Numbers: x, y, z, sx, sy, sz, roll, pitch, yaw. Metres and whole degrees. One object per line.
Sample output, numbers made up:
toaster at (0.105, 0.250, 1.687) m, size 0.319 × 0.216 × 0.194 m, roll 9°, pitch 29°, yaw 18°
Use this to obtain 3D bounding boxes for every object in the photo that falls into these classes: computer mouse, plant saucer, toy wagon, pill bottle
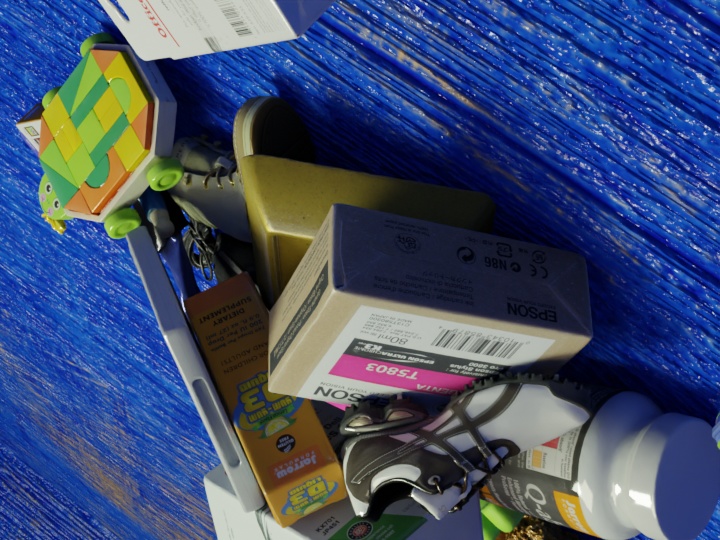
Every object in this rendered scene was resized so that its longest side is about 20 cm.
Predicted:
computer mouse at (-0.101, 0.006, 1.170) m, size 0.200 × 0.053 × 0.139 m, roll 46°, pitch 155°, yaw 14°
plant saucer at (0.000, 0.000, 0.936) m, size 0.197 × 0.049 × 0.201 m, roll 11°, pitch 148°, yaw 7°
toy wagon at (-0.238, -0.105, 1.042) m, size 0.200 × 0.039 × 0.156 m, roll -43°, pitch 66°, yaw 29°
pill bottle at (0.179, 0.148, 0.935) m, size 0.199 × 0.117 × 0.117 m, roll 7°, pitch 139°, yaw 49°

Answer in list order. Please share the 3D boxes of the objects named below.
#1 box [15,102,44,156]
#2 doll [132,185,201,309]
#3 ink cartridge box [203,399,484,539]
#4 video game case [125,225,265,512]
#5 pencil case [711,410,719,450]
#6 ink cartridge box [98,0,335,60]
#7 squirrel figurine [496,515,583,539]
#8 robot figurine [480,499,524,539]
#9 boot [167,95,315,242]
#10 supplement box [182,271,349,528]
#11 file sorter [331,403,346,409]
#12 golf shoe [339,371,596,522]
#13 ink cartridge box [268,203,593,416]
box at (-0.280, -0.124, 1.213) m, size 0.199 × 0.042 × 0.119 m, roll 5°, pitch 138°, yaw 53°
doll at (-0.186, -0.041, 1.090) m, size 0.136 × 0.048 × 0.202 m, roll -138°, pitch 28°, yaw -78°
ink cartridge box at (-0.016, 0.204, 0.990) m, size 0.198 × 0.146 × 0.084 m, roll 18°, pitch 129°, yaw 41°
video game case at (-0.141, 0.078, 0.977) m, size 0.200 × 0.023 × 0.184 m, roll -127°, pitch 16°, yaw -60°
pencil case at (0.270, 0.063, 0.718) m, size 0.085 × 0.079 × 0.201 m, roll 3°, pitch 144°, yaw 7°
ink cartridge box at (-0.113, -0.217, 0.810) m, size 0.199 × 0.067 × 0.116 m, roll 5°, pitch 138°, yaw 49°
squirrel figurine at (0.145, 0.280, 1.184) m, size 0.198 × 0.142 × 0.188 m, roll -6°, pitch 129°, yaw 36°
robot figurine at (0.074, 0.157, 1.082) m, size 0.200 × 0.116 × 0.176 m, roll 43°, pitch 146°, yaw 4°
boot at (-0.109, -0.087, 1.010) m, size 0.154 × 0.072 × 0.201 m, roll 28°, pitch 152°, yaw 29°
supplement box at (-0.078, 0.101, 0.944) m, size 0.069 × 0.066 × 0.201 m, roll 78°, pitch 165°, yaw -56°
file sorter at (-0.057, 0.190, 1.303) m, size 0.138 × 0.126 × 0.201 m, roll 32°, pitch 153°, yaw 15°
golf shoe at (0.079, 0.135, 0.853) m, size 0.198 × 0.096 × 0.078 m, roll -16°, pitch 145°, yaw 22°
ink cartridge box at (0.046, 0.040, 0.860) m, size 0.197 × 0.076 × 0.165 m, roll 10°, pitch 146°, yaw -16°
